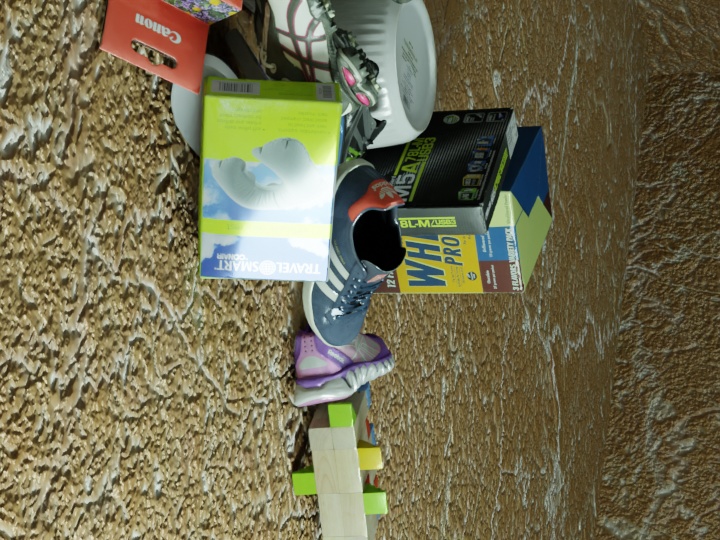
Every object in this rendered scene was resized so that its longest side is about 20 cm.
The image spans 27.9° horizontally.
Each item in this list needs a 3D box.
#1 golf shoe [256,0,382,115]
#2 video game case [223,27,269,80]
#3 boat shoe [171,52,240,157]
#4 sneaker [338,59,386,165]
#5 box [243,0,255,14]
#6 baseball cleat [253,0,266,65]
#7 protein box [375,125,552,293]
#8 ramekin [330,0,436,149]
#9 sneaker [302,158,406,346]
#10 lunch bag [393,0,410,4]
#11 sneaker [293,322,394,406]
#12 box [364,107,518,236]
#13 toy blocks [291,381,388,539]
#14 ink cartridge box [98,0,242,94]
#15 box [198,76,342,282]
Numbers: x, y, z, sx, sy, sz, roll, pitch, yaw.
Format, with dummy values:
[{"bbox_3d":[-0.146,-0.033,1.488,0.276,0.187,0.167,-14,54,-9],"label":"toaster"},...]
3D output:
[{"bbox_3d":[-0.058,-0.208,1.250,0.201,0.087,0.078,58,11,-34],"label":"golf shoe"},{"bbox_3d":[-0.060,-0.128,1.401,0.201,0.018,0.144,55,5,-40],"label":"video game case"},{"bbox_3d":[-0.117,-0.138,1.331,0.201,0.071,0.066,59,25,-50],"label":"boat shoe"},{"bbox_3d":[-0.011,-0.134,1.555,0.082,0.071,0.202,-10,120,-27],"label":"sneaker"},{"bbox_3d":[-0.113,-0.372,1.380,0.198,0.049,0.203,35,57,-68],"label":"box"},{"bbox_3d":[-0.065,-0.263,1.311,0.201,0.069,0.107,88,-7,-47],"label":"baseball cleat"},{"bbox_3d":[0.118,-0.077,1.795,0.199,0.197,0.136,-58,142,-56],"label":"protein box"},{"bbox_3d":[0.016,-0.235,1.655,0.200,0.104,0.203,0,90,-71],"label":"ramekin"},{"bbox_3d":[0.000,0.000,1.359,0.074,0.084,0.202,-23,134,-34],"label":"sneaker"},{"bbox_3d":[0.012,-0.386,1.509,0.140,0.167,0.200,-54,-161,14],"label":"lunch bag"},{"bbox_3d":[-0.022,0.085,1.590,0.200,0.080,0.090,-23,99,-70],"label":"sneaker"},{"bbox_3d":[0.073,-0.115,1.682,0.201,0.191,0.048,-67,151,-47],"label":"box"},{"bbox_3d":[-0.013,0.216,1.602,0.137,0.098,0.203,-65,150,-71],"label":"toy blocks"},{"bbox_3d":[-0.148,-0.263,1.209,0.108,0.050,0.203,21,68,-39],"label":"ink cartridge box"},{"bbox_3d":[-0.082,-0.068,1.279,0.048,0.120,0.202,-96,-171,-60],"label":"box"}]
